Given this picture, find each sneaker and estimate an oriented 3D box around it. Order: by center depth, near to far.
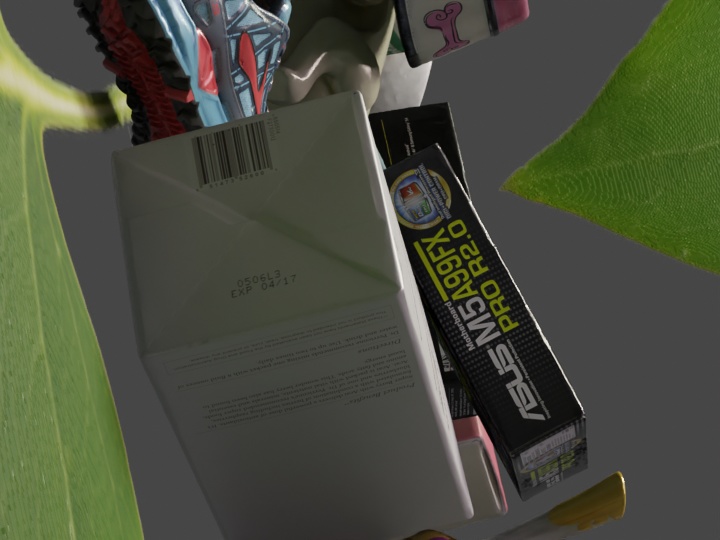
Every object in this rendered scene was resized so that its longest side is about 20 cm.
[{"bbox_3d":[-0.060,-0.093,1.245,0.079,0.096,0.200,32,-24,32],"label":"sneaker"}]

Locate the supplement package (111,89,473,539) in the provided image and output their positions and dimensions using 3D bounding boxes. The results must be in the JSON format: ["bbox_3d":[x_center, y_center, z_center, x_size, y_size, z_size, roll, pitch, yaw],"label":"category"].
[{"bbox_3d":[-0.030,0.033,1.218,0.200,0.121,0.120,73,4,-53],"label":"supplement package"}]

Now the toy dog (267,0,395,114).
[{"bbox_3d":[-0.044,-0.105,1.530,0.194,0.139,0.200,40,49,-72],"label":"toy dog"}]

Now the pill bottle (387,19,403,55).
[{"bbox_3d":[-0.003,-0.198,1.757,0.113,0.200,0.113,-8,90,-69],"label":"pill bottle"}]

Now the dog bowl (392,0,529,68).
[{"bbox_3d":[0.048,-0.218,1.469,0.200,0.074,0.201,-8,90,-85],"label":"dog bowl"}]

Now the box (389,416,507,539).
[{"bbox_3d":[0.007,0.063,1.658,0.109,0.128,0.200,70,6,-56],"label":"box"}]

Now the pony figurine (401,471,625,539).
[{"bbox_3d":[0.039,0.189,1.406,0.193,0.200,0.167,92,-9,-45],"label":"pony figurine"}]

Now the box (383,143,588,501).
[{"bbox_3d":[0.065,0.033,1.381,0.160,0.044,0.200,62,-1,12],"label":"box"}]

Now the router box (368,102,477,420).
[{"bbox_3d":[0.000,0.000,1.579,0.051,0.149,0.200,89,-8,-58],"label":"router box"}]

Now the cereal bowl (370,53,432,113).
[{"bbox_3d":[-0.026,-0.144,1.889,0.200,0.083,0.200,-47,-147,44],"label":"cereal bowl"}]

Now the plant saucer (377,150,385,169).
[{"bbox_3d":[-0.034,0.017,1.423,0.200,0.036,0.200,5,90,-65],"label":"plant saucer"}]
